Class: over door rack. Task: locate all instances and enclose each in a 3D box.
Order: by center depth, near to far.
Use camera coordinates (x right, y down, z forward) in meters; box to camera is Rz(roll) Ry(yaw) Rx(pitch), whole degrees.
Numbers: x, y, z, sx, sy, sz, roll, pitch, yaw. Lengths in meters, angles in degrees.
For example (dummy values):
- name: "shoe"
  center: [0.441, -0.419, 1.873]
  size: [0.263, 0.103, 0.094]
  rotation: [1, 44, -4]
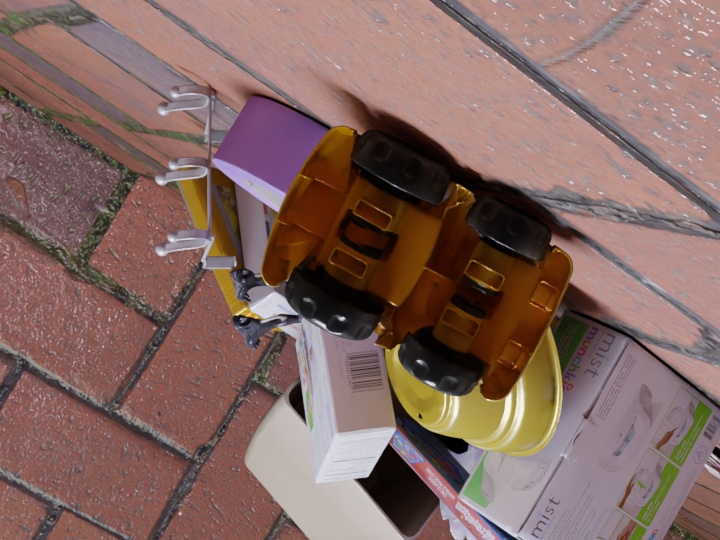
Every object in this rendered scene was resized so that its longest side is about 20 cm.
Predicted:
- name: "over door rack"
  center: [-0.161, -0.084, 1.424]
  size: [0.066, 0.150, 0.200]
  rotation: [0, 173, 2]

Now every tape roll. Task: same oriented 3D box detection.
- name: "tape roll"
  center: [-0.028, -0.068, 1.265]
  size: [0.199, 0.066, 0.200]
  rotation: [31, 175, 3]

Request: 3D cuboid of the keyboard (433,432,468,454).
- name: "keyboard"
  center: [0.108, 0.087, 1.439]
  size: [0.039, 0.202, 0.104]
  rotation: [-9, -151, -24]

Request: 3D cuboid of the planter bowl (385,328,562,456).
- name: "planter bowl"
  center: [0.078, 0.077, 1.258]
  size: [0.200, 0.083, 0.202]
  rotation: [39, 138, 45]

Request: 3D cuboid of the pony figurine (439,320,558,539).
- name: "pony figurine"
  center: [0.162, 0.164, 1.496]
  size: [0.165, 0.195, 0.200]
  rotation: [-5, 162, -19]

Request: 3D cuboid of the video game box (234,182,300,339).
- name: "video game box"
  center: [-0.064, -0.001, 1.702]
  size: [0.182, 0.047, 0.201]
  rotation: [38, -149, -42]

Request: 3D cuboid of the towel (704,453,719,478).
- name: "towel"
  center: [0.398, 0.215, 1.752]
  size: [0.199, 0.023, 0.144]
  rotation: [32, 178, 20]

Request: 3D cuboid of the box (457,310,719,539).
- name: "box"
  center: [0.216, 0.171, 1.342]
  size: [0.176, 0.201, 0.096]
  rotation: [33, 175, -35]

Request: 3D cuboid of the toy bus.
- name: "toy bus"
  center: [0.048, -0.010, 1.068]
  size: [0.199, 0.137, 0.192]
  rotation: [29, -171, 6]

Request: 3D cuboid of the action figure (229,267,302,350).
- name: "action figure"
  center: [-0.032, 0.008, 1.490]
  size: [0.102, 0.198, 0.120]
  rotation: [24, -130, -73]

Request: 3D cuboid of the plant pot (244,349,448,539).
- name: "plant pot"
  center: [-0.010, 0.187, 1.599]
  size: [0.200, 0.200, 0.177]
  rotation: [49, 137, -3]

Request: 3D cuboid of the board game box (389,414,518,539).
- name: "board game box"
  center: [0.097, 0.212, 1.400]
  size: [0.200, 0.019, 0.103]
  rotation: [46, -173, 34]

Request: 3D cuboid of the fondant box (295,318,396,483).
- name: "fondant box"
  center: [-0.017, 0.106, 1.378]
  size: [0.058, 0.146, 0.200]
  rotation: [-6, 161, -10]

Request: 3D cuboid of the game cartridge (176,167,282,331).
- name: "game cartridge"
  center: [-0.121, -0.023, 1.704]
  size: [0.176, 0.032, 0.201]
  rotation: [11, -131, -60]
